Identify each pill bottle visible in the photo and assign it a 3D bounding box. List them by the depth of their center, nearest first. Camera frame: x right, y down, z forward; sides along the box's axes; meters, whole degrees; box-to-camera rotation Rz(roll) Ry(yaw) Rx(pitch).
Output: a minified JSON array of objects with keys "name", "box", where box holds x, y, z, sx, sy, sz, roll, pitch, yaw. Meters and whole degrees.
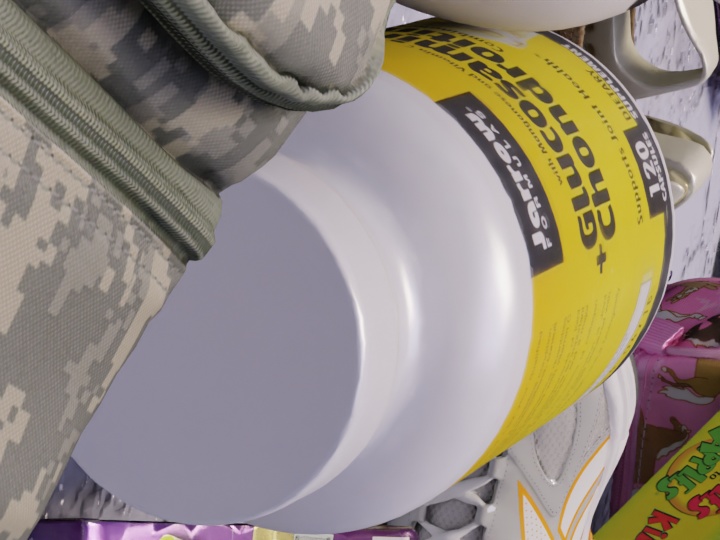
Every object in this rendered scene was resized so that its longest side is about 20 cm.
[{"name":"pill bottle","box":[0.000,0.000,0.717,0.200,0.111,0.113,-24,123,-67]}]

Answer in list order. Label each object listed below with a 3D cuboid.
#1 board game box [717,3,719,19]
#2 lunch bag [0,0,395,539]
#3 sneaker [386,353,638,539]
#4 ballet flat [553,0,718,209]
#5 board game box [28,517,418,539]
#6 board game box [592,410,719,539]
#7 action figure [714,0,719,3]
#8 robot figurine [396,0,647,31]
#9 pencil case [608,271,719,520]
[{"name":"board game box","box":[0.193,-0.177,1.256,0.120,0.032,0.201,76,31,-58]},{"name":"lunch bag","box":[-0.075,-0.076,0.374,0.168,0.139,0.200,-57,155,-6]},{"name":"sneaker","box":[0.038,0.082,0.934,0.092,0.075,0.201,-53,148,-42]},{"name":"ballet flat","box":[0.081,-0.062,0.963,0.068,0.072,0.201,-48,145,-51]},{"name":"board game box","box":[-0.034,0.162,0.719,0.120,0.032,0.202,9,81,-52]},{"name":"board game box","box":[0.139,0.118,1.112,0.200,0.048,0.102,-43,133,-16]},{"name":"action figure","box":[0.114,-0.182,0.933,0.069,0.130,0.201,-12,114,-24]},{"name":"robot figurine","box":[0.048,-0.160,0.737,0.150,0.124,0.201,17,85,-62]},{"name":"pencil case","box":[0.137,0.104,1.192,0.083,0.086,0.201,-48,144,-58]}]
